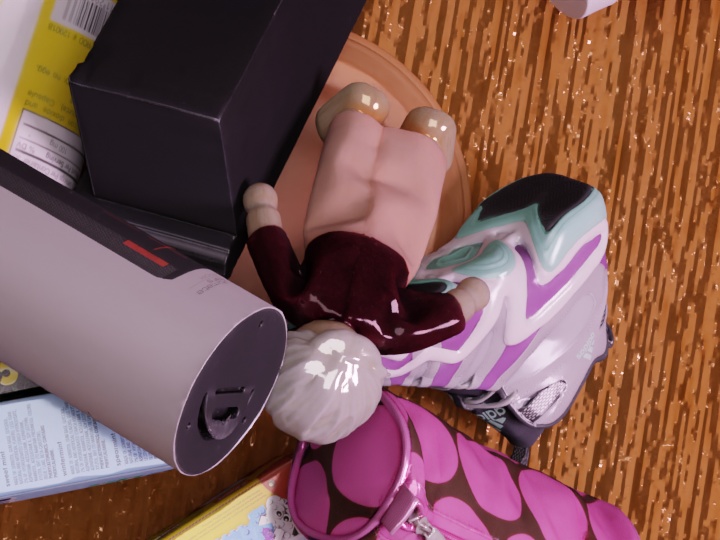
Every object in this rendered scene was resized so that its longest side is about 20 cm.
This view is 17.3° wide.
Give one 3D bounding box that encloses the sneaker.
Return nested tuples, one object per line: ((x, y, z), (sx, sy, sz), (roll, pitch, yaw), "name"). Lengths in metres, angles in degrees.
((0.051, 0.053, 1.174), (0.199, 0.078, 0.141), (-26, 119, -22), "sneaker")

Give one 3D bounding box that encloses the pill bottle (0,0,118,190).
((-0.186, -0.068, 1.144), (0.111, 0.111, 0.201), (18, 81, -7), "pill bottle")

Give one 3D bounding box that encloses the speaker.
((-0.130, 0.008, 1.012), (0.199, 0.081, 0.081), (29, 79, 22), "speaker")

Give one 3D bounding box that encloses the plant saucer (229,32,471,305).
((-0.038, -0.032, 1.204), (0.198, 0.037, 0.202), (1, 83, -10), "plant saucer")

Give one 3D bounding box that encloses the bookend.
((-0.074, -0.138, 1.089), (0.091, 0.199, 0.201), (15, 56, 14), "bookend")

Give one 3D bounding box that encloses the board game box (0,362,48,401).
((-0.207, 0.059, 1.130), (0.198, 0.105, 0.024), (-11, 84, -10), "board game box")

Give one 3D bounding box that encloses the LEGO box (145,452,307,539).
((-0.080, 0.204, 1.150), (0.199, 0.077, 0.150), (-32, 90, -12), "LEGO box")

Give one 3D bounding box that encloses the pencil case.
((0.056, 0.125, 1.130), (0.199, 0.093, 0.091), (26, 88, -40), "pencil case")

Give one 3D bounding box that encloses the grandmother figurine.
((0.000, 0.000, 1.084), (0.120, 0.061, 0.201), (14, 44, 5), "grandmother figurine")

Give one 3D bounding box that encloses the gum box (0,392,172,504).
((-0.183, 0.089, 1.098), (0.198, 0.170, 0.045), (-9, 86, -11), "gum box")

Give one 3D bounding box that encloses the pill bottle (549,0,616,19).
((0.178, -0.211, 1.222), (0.199, 0.112, 0.113), (-28, 89, -12), "pill bottle")
